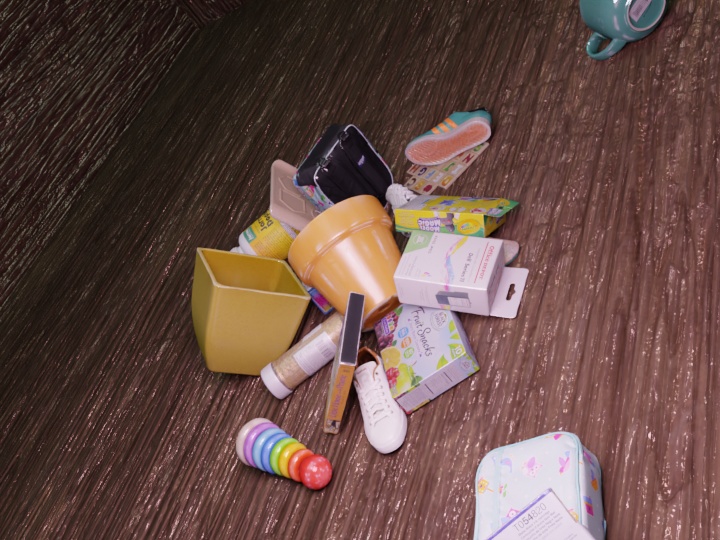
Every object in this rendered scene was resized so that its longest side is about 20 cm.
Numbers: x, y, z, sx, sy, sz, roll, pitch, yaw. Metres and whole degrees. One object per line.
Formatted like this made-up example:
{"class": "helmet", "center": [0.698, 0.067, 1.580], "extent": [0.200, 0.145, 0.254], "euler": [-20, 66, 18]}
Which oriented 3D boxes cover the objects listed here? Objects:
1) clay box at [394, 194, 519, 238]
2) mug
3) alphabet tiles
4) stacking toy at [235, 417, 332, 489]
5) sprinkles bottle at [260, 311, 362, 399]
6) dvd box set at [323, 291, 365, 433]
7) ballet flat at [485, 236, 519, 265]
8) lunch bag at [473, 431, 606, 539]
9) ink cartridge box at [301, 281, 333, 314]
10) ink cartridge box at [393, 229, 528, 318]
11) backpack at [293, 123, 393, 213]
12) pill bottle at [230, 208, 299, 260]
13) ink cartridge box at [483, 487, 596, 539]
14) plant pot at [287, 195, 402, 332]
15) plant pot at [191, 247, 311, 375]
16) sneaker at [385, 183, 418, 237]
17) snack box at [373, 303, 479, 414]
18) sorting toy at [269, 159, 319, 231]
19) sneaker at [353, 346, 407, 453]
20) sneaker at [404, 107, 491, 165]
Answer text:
{"class": "clay box", "center": [0.174, -0.098, 1.476], "extent": [0.198, 0.048, 0.115], "euler": [7, 21, 29]}
{"class": "mug", "center": [0.519, -0.508, 1.596], "extent": [0.151, 0.186, 0.115], "euler": [-21, 36, -11]}
{"class": "alphabet tiles", "center": [0.183, -0.239, 1.758], "extent": [0.200, 0.006, 0.166], "euler": [-46, 32, -6]}
{"class": "stacking toy", "center": [-0.123, 0.313, 1.370], "extent": [0.199, 0.086, 0.086], "euler": [13, 60, 48]}
{"class": "sprinkles bottle", "center": [-0.091, 0.154, 1.530], "extent": [0.199, 0.068, 0.068], "euler": [-38, 31, 6]}
{"class": "dvd box set", "center": [-0.028, 0.155, 1.361], "extent": [0.029, 0.201, 0.147], "euler": [11, 47, -3]}
{"class": "ballet flat", "center": [0.179, -0.022, 1.443], "extent": [0.199, 0.067, 0.069], "euler": [-21, 39, 30]}
{"class": "lunch bag", "center": [0.212, 0.304, 1.002], "extent": [0.159, 0.077, 0.201], "euler": [-21, 38, 31]}
{"class": "ink cartridge box", "center": [-0.026, -0.025, 1.666], "extent": [0.199, 0.076, 0.137], "euler": [-38, 32, 10]}
{"class": "ink cartridge box", "center": [0.167, 0.004, 1.352], "extent": [0.198, 0.068, 0.118], "euler": [8, 49, 21]}
{"class": "backpack", "center": [-0.032, -0.192, 1.760], "extent": [0.150, 0.200, 0.178], "euler": [5, 58, 55]}
{"class": "pill bottle", "center": [-0.207, -0.068, 1.885], "extent": [0.200, 0.113, 0.113], "euler": [-39, 31, 5]}
{"class": "ink cartridge box", "center": [0.194, 0.373, 0.878], "extent": [0.199, 0.041, 0.201], "euler": [-39, 68, 5]}
{"class": "plant pot", "center": [0.000, 0.000, 1.472], "extent": [0.200, 0.200, 0.184], "euler": [-38, 70, 7]}
{"class": "plant pot", "center": [-0.236, 0.093, 1.638], "extent": [0.194, 0.194, 0.202], "euler": [48, 126, 59]}
{"class": "sneaker", "center": [0.094, -0.116, 1.654], "extent": [0.081, 0.075, 0.200], "euler": [-52, 31, 1]}
{"class": "snack box", "center": [0.104, 0.123, 1.364], "extent": [0.142, 0.053, 0.201], "euler": [-34, 32, 12]}
{"class": "sorting toy", "center": [-0.122, -0.145, 1.829], "extent": [0.037, 0.184, 0.201], "euler": [-50, 26, 32]}
{"class": "sneaker", "center": [0.019, 0.205, 1.333], "extent": [0.072, 0.085, 0.201], "euler": [-32, 34, 12]}
{"class": "sneaker", "center": [0.189, -0.286, 1.744], "extent": [0.198, 0.072, 0.080], "euler": [-17, 35, 28]}
